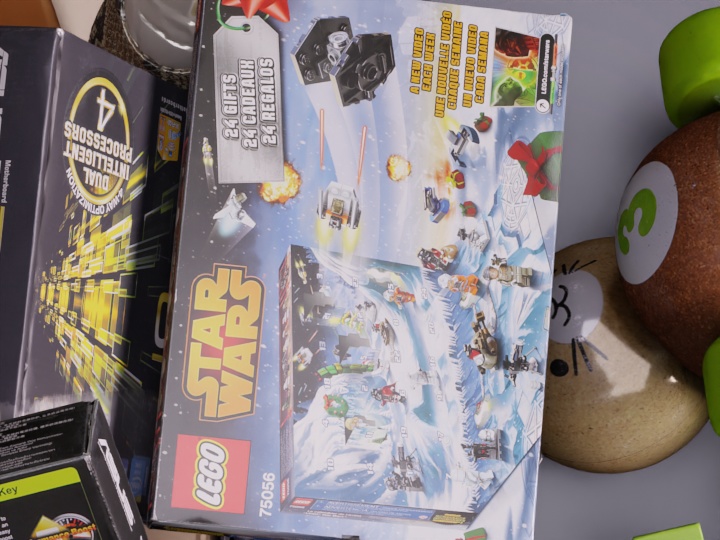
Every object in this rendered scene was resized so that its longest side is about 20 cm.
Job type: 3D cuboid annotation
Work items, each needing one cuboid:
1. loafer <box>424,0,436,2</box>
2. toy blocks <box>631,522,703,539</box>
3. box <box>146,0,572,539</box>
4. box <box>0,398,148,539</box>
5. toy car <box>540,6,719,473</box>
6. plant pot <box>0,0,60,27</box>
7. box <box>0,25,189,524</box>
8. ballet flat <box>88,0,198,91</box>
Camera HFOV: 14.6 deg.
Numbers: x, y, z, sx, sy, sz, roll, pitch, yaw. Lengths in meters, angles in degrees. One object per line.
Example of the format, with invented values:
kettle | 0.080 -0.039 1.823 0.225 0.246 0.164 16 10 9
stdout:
loafer | -0.011 -0.018 1.095 0.072 0.063 0.200 19 59 10
toy blocks | 0.115 0.145 1.061 0.200 0.137 0.100 -13 88 6
box | 0.000 0.000 1.011 0.137 0.040 0.200 7 80 -7
box | -0.155 0.155 0.939 0.200 0.048 0.193 -15 113 6
toy car | 0.096 0.022 1.068 0.200 0.158 0.164 -17 56 21
plant pot | -0.203 -0.045 1.054 0.140 0.200 0.200 -12 85 16
box | -0.092 0.010 1.031 0.049 0.200 0.161 5 82 23
ballet flat | -0.043 -0.135 1.107 0.068 0.075 0.200 42 87 4
